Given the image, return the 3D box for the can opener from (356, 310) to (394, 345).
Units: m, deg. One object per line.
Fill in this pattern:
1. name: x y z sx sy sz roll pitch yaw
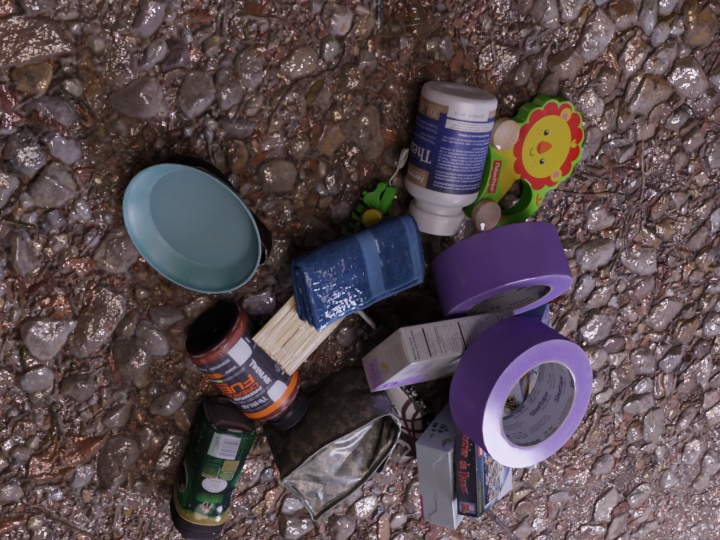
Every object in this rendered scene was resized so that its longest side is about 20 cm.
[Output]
1. can opener: 0.037 0.078 1.478 0.067 0.053 0.200 -43 122 3

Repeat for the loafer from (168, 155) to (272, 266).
1. loafer: -0.185 -0.078 1.306 0.073 0.071 0.200 -46 121 4

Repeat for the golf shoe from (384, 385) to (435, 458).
1. golf shoe: 0.066 0.231 1.549 0.087 0.077 0.201 -32 121 1

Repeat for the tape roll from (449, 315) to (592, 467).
1. tape roll: 0.231 0.174 1.375 0.198 0.085 0.203 -13 117 -28

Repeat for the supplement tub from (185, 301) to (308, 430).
1. supplement tub: -0.158 0.146 1.401 0.107 0.107 0.201 -39 121 0

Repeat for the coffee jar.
1. coffee jar: -0.225 0.301 1.448 0.084 0.104 0.202 13 109 -23

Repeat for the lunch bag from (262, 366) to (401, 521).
1. lunch bag: -0.033 0.251 1.466 0.199 0.164 0.118 -37 116 -1

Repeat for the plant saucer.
1. plant saucer: -0.216 -0.061 1.259 0.197 0.036 0.202 11 128 14

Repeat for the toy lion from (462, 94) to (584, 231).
1. toy lion: 0.250 -0.164 1.451 0.189 0.069 0.203 -2 115 -29

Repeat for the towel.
1. towel: 0.000 0.000 1.345 0.198 0.048 0.113 -22 120 -23

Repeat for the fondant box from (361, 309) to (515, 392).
1. fondant box: 0.120 0.120 1.425 0.197 0.059 0.144 -6 160 -27

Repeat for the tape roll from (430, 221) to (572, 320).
1. tape roll: 0.209 0.007 1.424 0.197 0.086 0.200 -15 163 -5

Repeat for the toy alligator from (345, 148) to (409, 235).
1. toy alligator: 0.017 -0.091 1.394 0.054 0.059 0.203 22 109 14

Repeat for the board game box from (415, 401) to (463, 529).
1. board game box: 0.163 0.293 1.554 0.200 0.063 0.150 -39 131 -50

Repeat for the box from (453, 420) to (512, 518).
1. box: 0.191 0.262 1.491 0.136 0.037 0.203 -14 103 -57

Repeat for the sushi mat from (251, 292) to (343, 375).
1. sushi mat: -0.060 0.052 1.367 0.200 0.012 0.096 -46 125 -9

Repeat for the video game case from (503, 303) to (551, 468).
1. video game case: 0.275 0.182 1.553 0.045 0.201 0.183 1 124 26

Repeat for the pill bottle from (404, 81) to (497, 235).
1. pill bottle: 0.123 -0.159 1.368 0.109 0.111 0.203 1 113 -22
